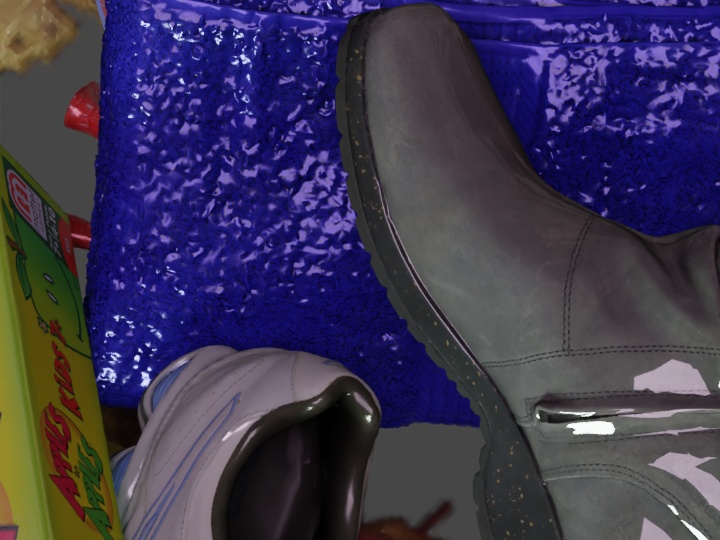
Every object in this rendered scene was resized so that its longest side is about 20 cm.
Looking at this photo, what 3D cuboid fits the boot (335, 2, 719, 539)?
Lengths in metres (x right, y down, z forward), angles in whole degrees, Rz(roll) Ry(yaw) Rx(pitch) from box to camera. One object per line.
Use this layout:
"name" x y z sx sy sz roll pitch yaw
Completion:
"boot" 0.080 0.001 0.745 0.130 0.068 0.201 -28 75 29

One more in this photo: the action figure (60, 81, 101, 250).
"action figure" 0.000 0.000 0.895 0.199 0.052 0.066 21 95 3

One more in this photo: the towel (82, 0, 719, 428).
"towel" 0.019 -0.023 0.838 0.199 0.050 0.149 4 99 -2

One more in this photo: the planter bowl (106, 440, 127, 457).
"planter bowl" -0.133 0.130 0.850 0.199 0.083 0.202 -10 65 22

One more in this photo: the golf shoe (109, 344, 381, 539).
"golf shoe" -0.047 0.112 0.771 0.078 0.097 0.201 21 73 -23

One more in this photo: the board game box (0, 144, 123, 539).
"board game box" -0.121 0.065 0.786 0.101 0.048 0.201 -27 46 12

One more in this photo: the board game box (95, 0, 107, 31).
"board game box" 0.017 -0.107 0.873 0.199 0.039 0.159 -17 78 -8
